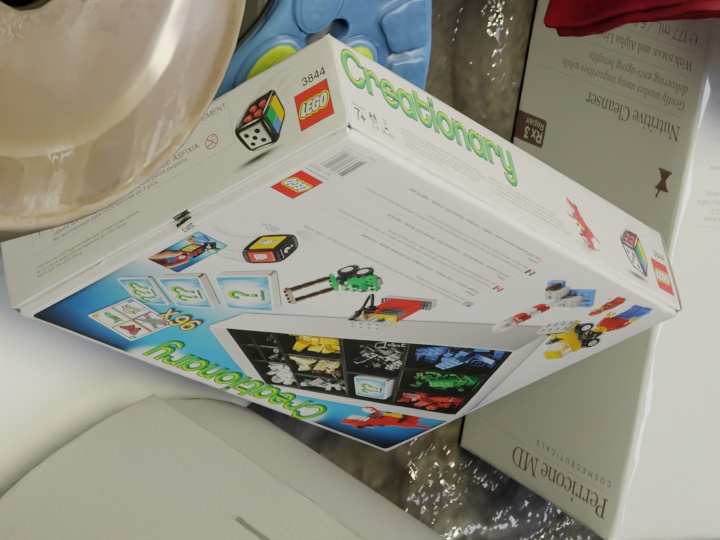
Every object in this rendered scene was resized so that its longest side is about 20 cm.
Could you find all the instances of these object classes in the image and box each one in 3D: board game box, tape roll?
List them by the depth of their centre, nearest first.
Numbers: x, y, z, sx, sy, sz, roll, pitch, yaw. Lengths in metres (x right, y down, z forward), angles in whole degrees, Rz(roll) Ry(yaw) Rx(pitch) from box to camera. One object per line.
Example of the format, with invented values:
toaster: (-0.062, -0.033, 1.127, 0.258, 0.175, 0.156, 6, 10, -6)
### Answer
board game box: (0.000, 0.000, 0.759, 0.200, 0.126, 0.035, 26, 45, -52)
tape roll: (-0.042, 0.161, 0.783, 0.202, 0.139, 0.203, -32, 138, -34)

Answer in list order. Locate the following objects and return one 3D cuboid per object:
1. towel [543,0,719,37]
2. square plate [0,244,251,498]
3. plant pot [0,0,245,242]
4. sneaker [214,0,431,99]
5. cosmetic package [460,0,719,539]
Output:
towel: (0.107, -0.173, 0.759, 0.022, 0.145, 0.201, 9, 91, -19)
square plate: (-0.080, -0.025, 0.770, 0.198, 0.028, 0.201, -38, 131, -31)
plant pot: (-0.124, -0.078, 0.566, 0.199, 0.173, 0.201, -9, 105, -38)
sneaker: (-0.016, -0.100, 0.730, 0.070, 0.083, 0.200, 1, 122, -18)
cosmetic package: (0.112, -0.008, 0.917, 0.081, 0.113, 0.201, 3, 103, -32)
